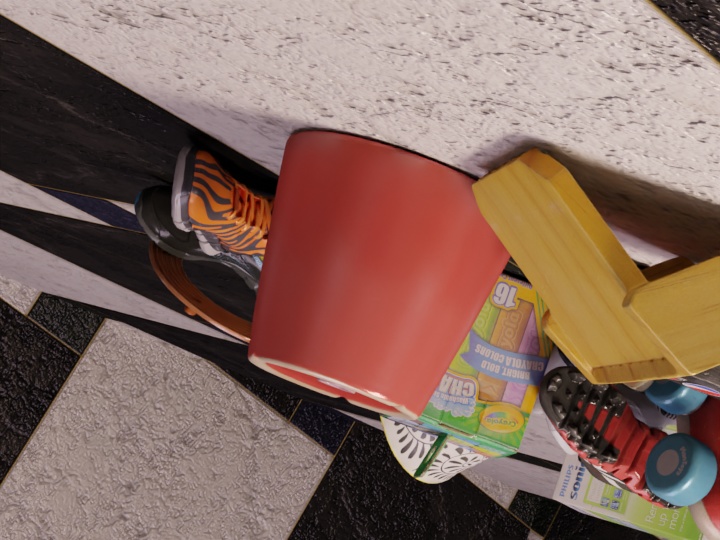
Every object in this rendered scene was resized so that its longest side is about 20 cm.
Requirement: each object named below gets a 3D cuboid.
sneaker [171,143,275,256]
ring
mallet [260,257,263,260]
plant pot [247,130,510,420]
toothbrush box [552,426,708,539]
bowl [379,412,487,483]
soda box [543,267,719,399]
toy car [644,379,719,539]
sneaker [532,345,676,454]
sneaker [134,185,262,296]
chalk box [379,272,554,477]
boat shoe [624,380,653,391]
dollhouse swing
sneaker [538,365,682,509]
[{"bbox_3d":[-0.097,-0.058,1.658,0.112,0.078,0.200,7,170,11],"label":"sneaker"},{"bbox_3d":[-0.127,0.024,1.900,0.200,0.019,0.200,28,-158,-12],"label":"ring"},{"bbox_3d":[-0.083,-0.008,1.784,0.200,0.041,0.066,43,172,5],"label":"mallet"},{"bbox_3d":[0.007,0.010,1.454,0.200,0.178,0.200,19,172,3],"label":"plant pot"},{"bbox_3d":[0.347,0.233,2.200,0.200,0.146,0.086,14,170,38],"label":"toothbrush box"},{"bbox_3d":[0.110,0.113,1.879,0.094,0.201,0.201,-4,159,36],"label":"bowl"},{"bbox_3d":[0.254,0.051,1.508,0.200,0.071,0.063,21,170,-13],"label":"soda box"},{"bbox_3d":[0.386,0.145,1.671,0.200,0.177,0.184,-26,135,38],"label":"toy car"},{"bbox_3d":[0.255,0.130,1.826,0.200,0.115,0.075,26,-146,-16],"label":"sneaker"},{"bbox_3d":[-0.128,-0.040,1.877,0.200,0.073,0.082,26,141,-12],"label":"sneaker"},{"bbox_3d":[0.099,0.103,1.752,0.124,0.200,0.124,20,172,-4],"label":"chalk box"},{"bbox_3d":[0.220,0.060,1.644,0.074,0.076,0.200,23,170,-5],"label":"boat shoe"},{"bbox_3d":[0.203,-0.021,1.302,0.181,0.176,0.200,-21,179,-12],"label":"dollhouse swing"},{"bbox_3d":[0.224,0.151,1.734,0.200,0.071,0.098,37,168,-28],"label":"sneaker"}]
